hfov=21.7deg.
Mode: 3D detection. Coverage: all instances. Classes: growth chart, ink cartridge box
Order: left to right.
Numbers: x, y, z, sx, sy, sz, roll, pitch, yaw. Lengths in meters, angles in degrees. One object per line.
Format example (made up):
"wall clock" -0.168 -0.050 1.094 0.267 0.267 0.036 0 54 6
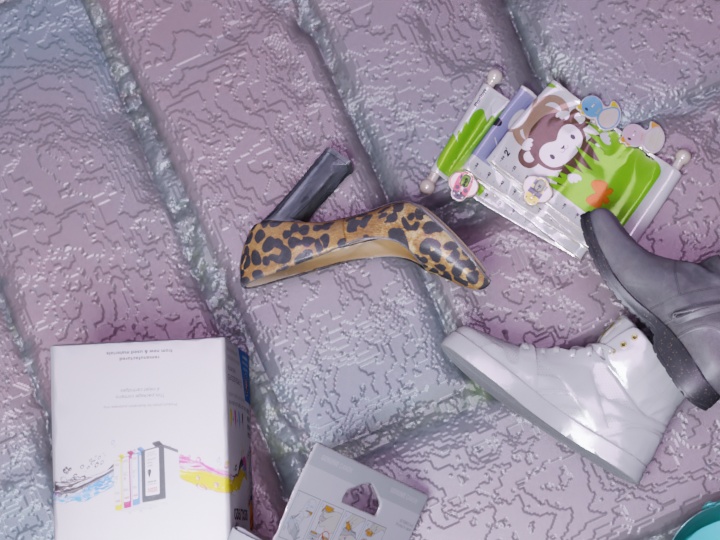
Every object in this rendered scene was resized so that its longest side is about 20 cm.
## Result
"ink cartridge box" -0.166 0.164 1.529 0.144 0.147 0.201 -3 81 4
"ink cartridge box" -0.038 0.232 1.485 0.043 0.200 0.174 18 81 33
"growth chart" 0.170 -0.090 1.609 0.200 0.018 0.145 26 85 6

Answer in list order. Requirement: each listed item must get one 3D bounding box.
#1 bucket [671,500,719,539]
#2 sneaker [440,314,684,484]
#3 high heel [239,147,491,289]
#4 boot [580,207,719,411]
"bucket" 0.319 0.278 1.481 0.206 0.135 0.208 -1 82 4
"sneaker" 0.174 0.077 1.560 0.200 0.074 0.116 33 83 -1
"high heel" 0.000 0.000 1.576 0.200 0.071 0.143 34 79 25
"boot" 0.277 0.002 1.520 0.132 0.070 0.200 -39 69 15
